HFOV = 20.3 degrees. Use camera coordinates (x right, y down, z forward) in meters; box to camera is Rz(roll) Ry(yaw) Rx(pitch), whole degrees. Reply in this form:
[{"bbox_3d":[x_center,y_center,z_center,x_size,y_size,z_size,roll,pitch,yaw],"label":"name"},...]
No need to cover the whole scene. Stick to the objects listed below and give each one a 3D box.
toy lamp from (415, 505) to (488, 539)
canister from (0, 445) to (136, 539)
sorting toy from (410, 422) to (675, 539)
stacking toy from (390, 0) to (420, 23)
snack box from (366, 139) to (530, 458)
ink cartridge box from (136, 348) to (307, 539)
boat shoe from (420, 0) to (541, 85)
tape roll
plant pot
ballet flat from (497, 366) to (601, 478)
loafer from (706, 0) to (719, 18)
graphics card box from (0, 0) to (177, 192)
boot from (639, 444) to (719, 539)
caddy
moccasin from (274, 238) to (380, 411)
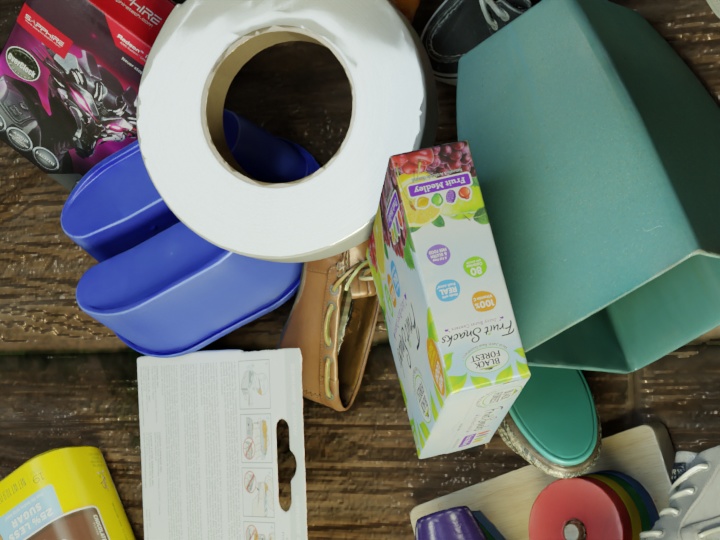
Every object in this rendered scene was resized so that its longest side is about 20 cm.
[{"bbox_3d":[0.077,0.244,1.231,0.058,0.058,0.200,-25,76,34],"label":"toy lamp"},{"bbox_3d":[-0.222,0.252,1.525,0.148,0.086,0.200,-37,67,30],"label":"canister"},{"bbox_3d":[0.123,0.221,1.275,0.200,0.070,0.199,-25,75,35],"label":"sorting toy"},{"bbox_3d":[0.048,-0.229,1.330,0.110,0.116,0.200,44,128,23],"label":"stacking toy"},{"bbox_3d":[0.049,0.024,1.198,0.053,0.200,0.143,-14,75,-7],"label":"snack box"},{"bbox_3d":[-0.085,0.137,1.422,0.200,0.057,0.163,-6,85,46],"label":"ink cartridge box"},{"bbox_3d":[0.106,-0.183,1.294,0.200,0.064,0.071,-31,72,33],"label":"boat shoe"},{"bbox_3d":[-0.050,-0.106,1.324,0.202,0.037,0.203,-1,86,15],"label":"tape roll"},{"bbox_3d":[0.148,-0.060,1.219,0.141,0.141,0.200,-32,66,32],"label":"plant pot"},{"bbox_3d":[0.100,0.060,1.296,0.075,0.068,0.200,107,147,-53],"label":"ballet flat"},{"bbox_3d":[0.216,-0.240,1.224,0.072,0.063,0.200,123,131,-61],"label":"loafer"},{"bbox_3d":[-0.197,-0.140,1.455,0.125,0.051,0.200,37,143,-4],"label":"graphics card box"},{"bbox_3d":[0.193,0.155,1.183,0.200,0.074,0.096,-12,72,-5],"label":"boot"},{"bbox_3d":[-0.116,-0.024,1.434,0.200,0.105,0.142,-27,59,20],"label":"caddy"},{"bbox_3d":[-0.001,0.000,1.368,0.078,0.074,0.202,28,106,29],"label":"moccasin"}]
